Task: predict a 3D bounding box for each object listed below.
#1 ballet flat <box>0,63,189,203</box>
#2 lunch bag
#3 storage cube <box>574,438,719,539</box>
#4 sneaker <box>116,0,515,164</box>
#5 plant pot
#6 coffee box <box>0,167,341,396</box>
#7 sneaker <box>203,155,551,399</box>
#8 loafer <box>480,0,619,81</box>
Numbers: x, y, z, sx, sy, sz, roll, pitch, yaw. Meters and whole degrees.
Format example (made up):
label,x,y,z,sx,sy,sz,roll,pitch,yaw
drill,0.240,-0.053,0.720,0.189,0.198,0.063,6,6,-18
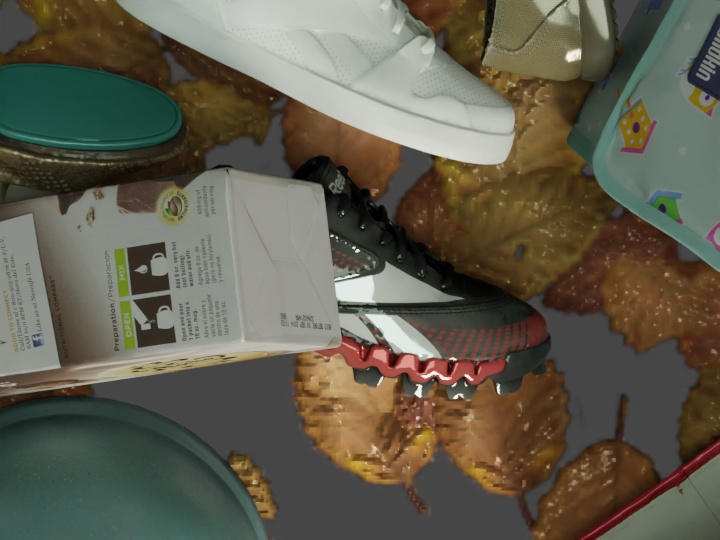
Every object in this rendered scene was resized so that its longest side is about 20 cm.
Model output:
label,x,y,z,sx,sy,sz,roll,pitch,yaw
ballet flat,-0.182,-0.063,1.394,0.200,0.071,0.065,9,130,-5
lunch bag,0.185,-0.090,1.341,0.122,0.200,0.170,26,102,-11
storage cube,0.219,0.191,1.422,0.171,0.200,0.180,-36,111,4
sneaker,0.000,-0.134,1.378,0.200,0.074,0.116,24,104,-10
plant pot,-0.137,0.174,1.415,0.200,0.134,0.200,-1,104,-5
coffee box,-0.124,0.009,1.341,0.200,0.113,0.080,-9,85,20
sneaker,0.000,0.000,1.414,0.200,0.071,0.098,13,105,-7
loafer,0.070,-0.180,1.361,0.067,0.076,0.200,-12,92,-4
